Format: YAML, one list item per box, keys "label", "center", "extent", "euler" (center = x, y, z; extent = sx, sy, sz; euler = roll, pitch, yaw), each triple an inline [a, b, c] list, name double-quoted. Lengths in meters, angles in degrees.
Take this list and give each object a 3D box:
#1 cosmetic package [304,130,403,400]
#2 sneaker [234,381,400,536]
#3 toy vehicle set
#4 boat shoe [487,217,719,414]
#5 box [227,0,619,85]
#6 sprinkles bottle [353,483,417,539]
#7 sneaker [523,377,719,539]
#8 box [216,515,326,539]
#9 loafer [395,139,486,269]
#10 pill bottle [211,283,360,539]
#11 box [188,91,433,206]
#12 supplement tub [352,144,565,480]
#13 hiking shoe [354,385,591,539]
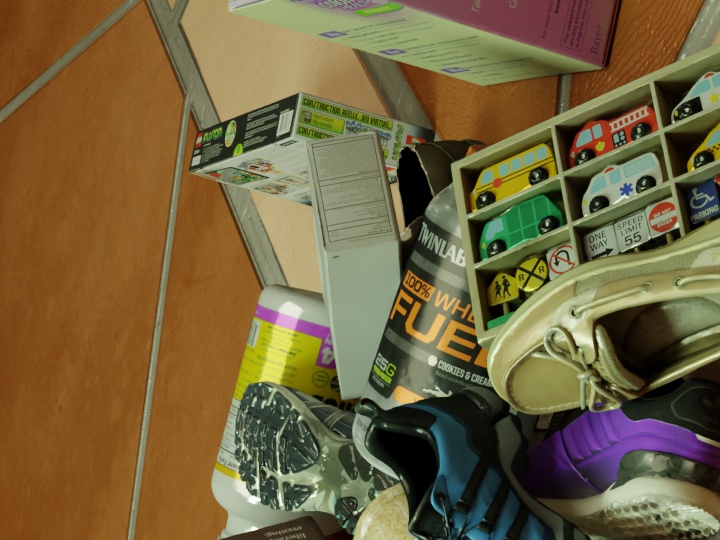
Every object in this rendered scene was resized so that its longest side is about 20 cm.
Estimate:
- label: "cosmetic package"
  center: [0.000, 0.000, 1.658]
  extent: [0.200, 0.050, 0.083]
  euler: [85, 177, -62]
- label: "sneaker"
  center: [-0.006, 0.129, 1.727]
  extent: [0.200, 0.086, 0.078]
  euler: [27, 109, 45]
- label: "toy vehicle set"
  center: [0.149, -0.042, 1.454]
  extent: [0.200, 0.027, 0.125]
  euler: [-24, 54, 22]
- label: "boat shoe"
  center: [0.155, 0.032, 1.390]
  extent: [0.200, 0.073, 0.063]
  euler: [-22, 33, 21]
- label: "box"
  center: [0.043, -0.196, 1.699]
  extent: [0.176, 0.199, 0.097]
  euler: [0, 78, 67]
- label: "sprinkles bottle"
  center: [0.072, 0.198, 1.517]
  extent: [0.200, 0.068, 0.068]
  euler: [41, 115, 48]
- label: "sneaker"
  center: [0.147, 0.099, 1.474]
  extent: [0.200, 0.069, 0.100]
  euler: [-13, 59, 59]
- label: "box"
  center: [-0.071, 0.289, 1.660]
  extent: [0.200, 0.165, 0.165]
  euler: [-122, 22, -59]
- label: "loafer"
  center: [0.048, -0.001, 1.738]
  extent: [0.073, 0.071, 0.200]
  euler: [-46, 37, 49]
- label: "pill bottle"
  center: [-0.044, 0.117, 1.837]
  extent: [0.104, 0.104, 0.201]
  euler: [20, 96, 67]
- label: "box"
  center: [-0.040, -0.087, 1.937]
  extent: [0.200, 0.110, 0.035]
  euler: [-12, 66, 64]
- label: "supplement tub"
  center: [0.079, 0.033, 1.585]
  extent: [0.123, 0.122, 0.201]
  euler: [39, 113, 65]
- label: "hiking shoe"
  center: [0.067, 0.150, 1.429]
  extent: [0.200, 0.086, 0.075]
  euler: [59, 140, 38]
